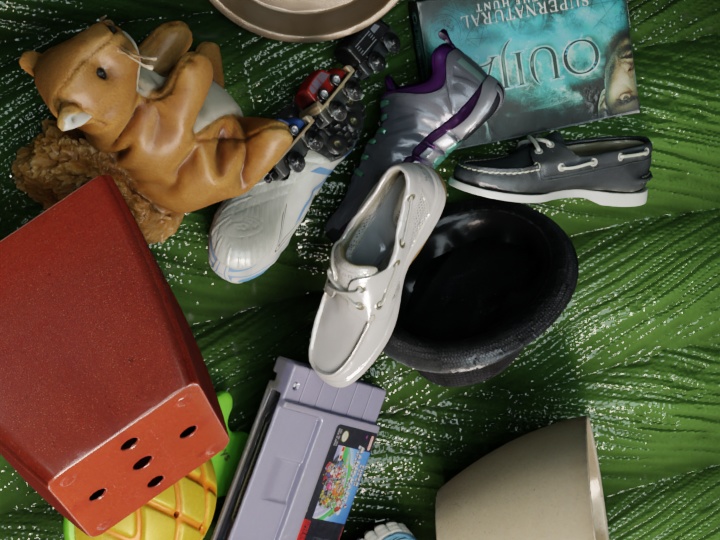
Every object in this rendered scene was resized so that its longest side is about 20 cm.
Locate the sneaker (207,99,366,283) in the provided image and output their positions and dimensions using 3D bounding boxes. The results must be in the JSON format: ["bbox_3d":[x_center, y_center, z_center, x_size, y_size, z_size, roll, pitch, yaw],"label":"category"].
[{"bbox_3d":[-0.067,-0.076,1.581,0.072,0.072,0.201,36,72,-2],"label":"sneaker"}]

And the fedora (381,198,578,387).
[{"bbox_3d":[0.096,0.032,1.615,0.199,0.201,0.092,-25,139,-13],"label":"fedora"}]

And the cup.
[{"bbox_3d":[0.143,0.235,1.633,0.142,0.200,0.202,-7,100,10],"label":"cup"}]

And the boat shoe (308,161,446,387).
[{"bbox_3d":[0.000,0.000,1.530,0.069,0.070,0.201,12,103,-61],"label":"boat shoe"}]

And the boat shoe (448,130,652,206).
[{"bbox_3d":[0.170,-0.095,1.643,0.198,0.076,0.061,-2,109,-29],"label":"boat shoe"}]

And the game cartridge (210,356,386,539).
[{"bbox_3d":[-0.054,0.183,1.603,0.129,0.038,0.202,19,91,-42],"label":"game cartridge"}]

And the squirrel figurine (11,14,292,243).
[{"bbox_3d":[-0.193,-0.108,1.473,0.200,0.142,0.186,-48,144,21],"label":"squirrel figurine"}]

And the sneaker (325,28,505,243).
[{"bbox_3d":[0.029,-0.113,1.593,0.200,0.074,0.088,-43,91,10],"label":"sneaker"}]

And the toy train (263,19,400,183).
[{"bbox_3d":[-0.030,-0.146,1.554,0.046,0.034,0.200,47,55,-15],"label":"toy train"}]

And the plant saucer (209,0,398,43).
[{"bbox_3d":[-0.046,-0.280,1.527,0.198,0.030,0.201,-1,127,-1],"label":"plant saucer"}]

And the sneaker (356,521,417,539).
[{"bbox_3d":[-0.011,0.314,1.617,0.200,0.090,0.078,-45,148,-7],"label":"sneaker"}]

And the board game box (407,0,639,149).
[{"bbox_3d":[0.148,-0.189,1.647,0.198,0.028,0.137,-13,101,-15],"label":"board game box"}]

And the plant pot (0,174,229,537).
[{"bbox_3d":[-0.211,0.084,1.440,0.199,0.200,0.177,-35,65,-9],"label":"plant pot"}]

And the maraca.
[{"bbox_3d":[-0.169,0.182,1.558,0.200,0.106,0.138,-41,124,-32],"label":"maraca"}]
